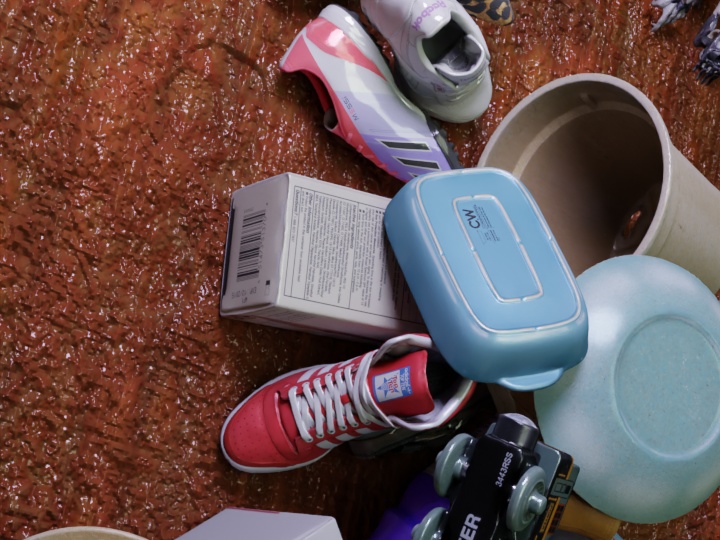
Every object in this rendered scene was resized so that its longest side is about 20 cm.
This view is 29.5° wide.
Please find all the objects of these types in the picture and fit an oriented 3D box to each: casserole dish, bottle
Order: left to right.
[{"bbox_3d":[0.078,0.186,1.082,0.199,0.083,0.066,-36,118,-17],"label":"bottle"},{"bbox_3d":[0.093,-0.006,0.982,0.120,0.039,0.201,-7,52,-21],"label":"casserole dish"}]

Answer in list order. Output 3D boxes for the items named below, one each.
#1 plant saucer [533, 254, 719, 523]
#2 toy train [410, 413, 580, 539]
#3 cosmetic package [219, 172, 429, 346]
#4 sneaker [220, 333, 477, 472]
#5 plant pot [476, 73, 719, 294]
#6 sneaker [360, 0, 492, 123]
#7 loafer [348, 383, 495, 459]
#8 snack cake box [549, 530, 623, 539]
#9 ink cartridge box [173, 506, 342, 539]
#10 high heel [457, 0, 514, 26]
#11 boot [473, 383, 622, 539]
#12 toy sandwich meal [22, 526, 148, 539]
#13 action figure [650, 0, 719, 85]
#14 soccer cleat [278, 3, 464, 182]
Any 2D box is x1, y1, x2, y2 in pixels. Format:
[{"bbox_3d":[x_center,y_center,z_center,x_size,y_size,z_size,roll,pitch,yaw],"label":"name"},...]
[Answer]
[{"bbox_3d":[0.222,0.086,1.018,0.199,0.039,0.204,4,81,-25],"label":"plant saucer"},{"bbox_3d":[0.085,0.197,0.940,0.114,0.085,0.202,24,86,-60],"label":"toy train"},{"bbox_3d":[0.000,0.000,1.055,0.198,0.087,0.105,14,75,-33],"label":"cosmetic package"},{"bbox_3d":[-0.008,0.095,0.981,0.198,0.112,0.072,-19,86,-5],"label":"sneaker"},{"bbox_3d":[0.224,-0.042,1.178,0.183,0.199,0.203,21,72,-44],"label":"plant pot"},{"bbox_3d":[0.066,-0.162,1.089,0.075,0.100,0.200,-43,147,2],"label":"sneaker"},{"bbox_3d":[0.072,0.114,1.108,0.199,0.071,0.064,-26,106,-37],"label":"loafer"},{"bbox_3d":[0.164,0.310,1.058,0.115,0.067,0.201,42,61,-22],"label":"snack cake box"},{"bbox_3d":[-0.053,0.276,0.949,0.083,0.144,0.202,-26,100,-36],"label":"ink cartridge box"},{"bbox_3d":[0.028,-0.228,1.109,0.199,0.071,0.143,37,61,-13],"label":"high heel"},{"bbox_3d":[0.161,0.096,1.046,0.143,0.071,0.203,20,80,-16],"label":"boot"},{"bbox_3d":[-0.167,0.256,0.859,0.203,0.070,0.208,-1,103,-5],"label":"toy sandwich meal"},{"bbox_3d":[0.343,-0.246,1.333,0.118,0.102,0.201,28,42,-22],"label":"action figure"},{"bbox_3d":[0.014,-0.116,1.101,0.073,0.068,0.201,-43,112,-10],"label":"soccer cleat"}]
